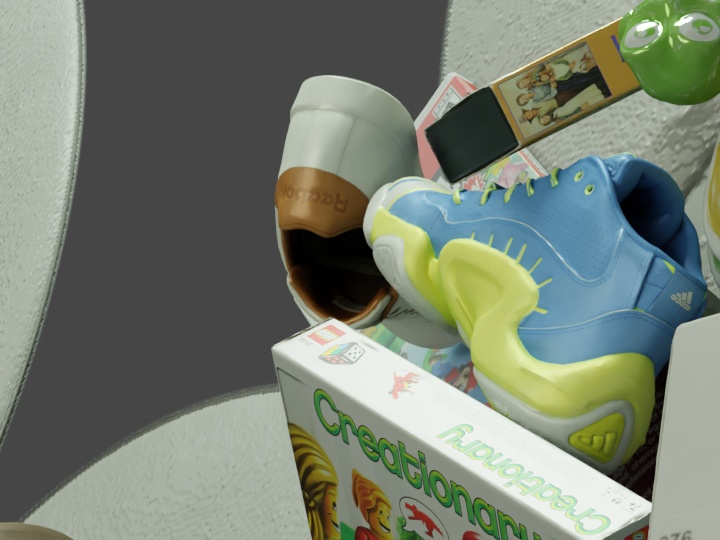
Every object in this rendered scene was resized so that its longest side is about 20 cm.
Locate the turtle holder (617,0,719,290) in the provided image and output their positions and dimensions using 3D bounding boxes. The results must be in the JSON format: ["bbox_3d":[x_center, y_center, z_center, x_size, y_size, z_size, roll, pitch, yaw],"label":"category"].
[{"bbox_3d":[0.186,-0.031,1.036,0.140,0.186,0.132,-9,24,32],"label":"turtle holder"}]

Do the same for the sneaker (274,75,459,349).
[{"bbox_3d":[0.000,0.000,1.248,0.072,0.200,0.085,8,66,22],"label":"sneaker"}]

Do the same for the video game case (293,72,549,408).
[{"bbox_3d":[0.044,0.009,1.366,0.143,0.017,0.200,-55,35,14],"label":"video game case"}]

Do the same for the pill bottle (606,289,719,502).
[{"bbox_3d":[0.137,0.095,1.095,0.114,0.114,0.200,-51,36,18],"label":"pill bottle"}]

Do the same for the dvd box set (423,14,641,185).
[{"bbox_3d":[0.128,-0.096,1.157,0.199,0.030,0.146,-27,0,-9],"label":"dvd box set"}]

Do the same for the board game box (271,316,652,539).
[{"bbox_3d":[0.043,0.108,1.051,0.200,0.034,0.127,28,137,51],"label":"board game box"}]

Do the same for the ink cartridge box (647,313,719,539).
[{"bbox_3d":[0.208,0.101,0.914,0.147,0.199,0.145,-20,53,46],"label":"ink cartridge box"}]

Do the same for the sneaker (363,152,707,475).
[{"bbox_3d":[0.075,-0.006,1.094,0.105,0.076,0.200,-51,36,9],"label":"sneaker"}]

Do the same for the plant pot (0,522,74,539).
[{"bbox_3d":[-0.183,0.251,1.388,0.200,0.200,0.175,-48,53,22],"label":"plant pot"}]
